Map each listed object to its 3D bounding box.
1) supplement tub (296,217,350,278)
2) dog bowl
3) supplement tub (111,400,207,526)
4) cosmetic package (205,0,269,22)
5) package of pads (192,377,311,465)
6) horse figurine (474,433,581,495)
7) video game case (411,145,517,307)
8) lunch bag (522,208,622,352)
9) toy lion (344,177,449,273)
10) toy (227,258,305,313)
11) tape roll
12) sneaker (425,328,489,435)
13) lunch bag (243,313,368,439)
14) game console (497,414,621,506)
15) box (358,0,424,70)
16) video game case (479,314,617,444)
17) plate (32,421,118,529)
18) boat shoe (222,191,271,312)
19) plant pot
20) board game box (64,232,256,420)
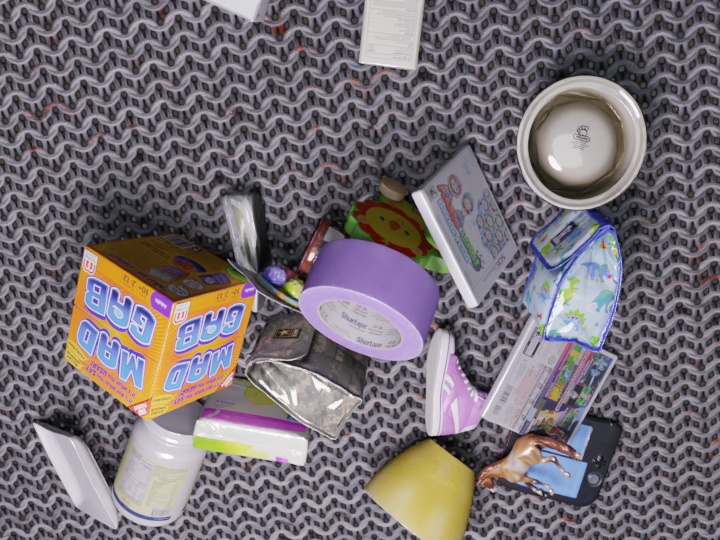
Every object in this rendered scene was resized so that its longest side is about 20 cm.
[{"bbox_3d":[0.000,0.000,1.198,0.197,0.107,0.108,26,108,-5],"label":"supplement tub"},{"bbox_3d":[0.337,-0.198,1.119,0.196,0.074,0.204,1,100,5],"label":"dog bowl"},{"bbox_3d":[-0.361,0.344,1.312,0.143,0.145,0.203,22,108,-4],"label":"supplement tub"},{"bbox_3d":[-0.225,-0.465,1.077,0.197,0.081,0.114,24,108,-5],"label":"cosmetic package"},{"bbox_3d":[-0.181,0.261,1.270,0.196,0.155,0.069,10,112,-1],"label":"package of pads"},{"bbox_3d":[0.302,0.343,1.272,0.131,0.050,0.201,26,132,-2],"label":"horse figurine"},{"bbox_3d":[0.171,-0.074,1.132,0.023,0.182,0.202,-16,109,41],"label":"video game case"},{"bbox_3d":[0.341,-0.001,1.142,0.125,0.170,0.203,13,109,-4],"label":"lunch bag"},{"bbox_3d":[0.074,-0.055,1.126,0.198,0.193,0.069,27,122,-6],"label":"toy lion"},{"bbox_3d":[-0.112,0.028,1.168,0.048,0.115,0.199,-54,135,1],"label":"toy"},{"bbox_3d":[0.013,0.046,1.065,0.197,0.086,0.201,18,151,10],"label":"tape roll"},{"bbox_3d":[0.176,0.195,1.277,0.112,0.073,0.204,-2,111,-7],"label":"sneaker"},{"bbox_3d":[-0.093,0.161,1.226,0.198,0.165,0.118,30,113,-7],"label":"lunch bag"},{"bbox_3d":[0.362,0.339,1.324,0.196,0.031,0.180,14,108,-1],"label":"game console"},{"bbox_3d":[0.053,-0.411,1.076,0.093,0.078,0.204,8,108,1],"label":"box"},{"bbox_3d":[0.330,0.201,1.261,0.180,0.023,0.203,24,100,-13],"label":"video game case"},{"bbox_3d":[-0.529,0.376,1.347,0.198,0.032,0.203,-2,113,47],"label":"plate"},{"bbox_3d":[-0.195,-0.030,1.222,0.063,0.074,0.206,0,107,13],"label":"boat shoe"},{"bbox_3d":[0.126,0.392,1.290,0.199,0.200,0.143,37,82,-8],"label":"plant pot"},{"bbox_3d":[-0.320,0.079,1.160,0.198,0.199,0.203,27,110,24],"label":"board game box"}]
